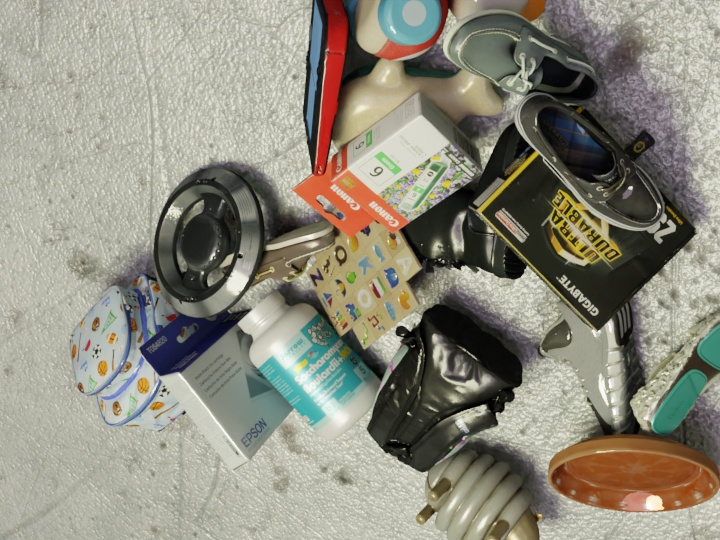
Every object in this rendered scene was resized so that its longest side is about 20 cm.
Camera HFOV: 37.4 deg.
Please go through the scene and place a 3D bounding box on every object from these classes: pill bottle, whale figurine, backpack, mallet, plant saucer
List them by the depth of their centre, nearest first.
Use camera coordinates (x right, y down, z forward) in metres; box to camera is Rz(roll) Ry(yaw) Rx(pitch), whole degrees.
[{"bbox_3d":[0.264,-0.077,1.221,0.200,0.041,0.066,-38,92,28],"label":"mallet"},{"bbox_3d":[0.060,-0.194,1.229,0.200,0.104,0.159,-19,130,16],"label":"whale figurine"},{"bbox_3d":[0.328,0.243,1.280,0.200,0.032,0.200,7,150,4],"label":"plant saucer"},{"bbox_3d":[0.101,0.158,1.344,0.167,0.127,0.200,40,122,15],"label":"backpack"},{"bbox_3d":[-0.071,0.121,1.414,0.200,0.111,0.111,47,122,-1],"label":"pill bottle"},{"bbox_3d":[-0.303,0.120,1.466,0.200,0.154,0.191,-47,55,33],"label":"backpack"}]

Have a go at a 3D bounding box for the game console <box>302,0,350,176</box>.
[{"bbox_3d":[-0.046,-0.224,1.210,0.031,0.200,0.177,7,118,-10],"label":"game console"}]

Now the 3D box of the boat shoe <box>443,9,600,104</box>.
[{"bbox_3d":[0.174,-0.217,1.107,0.073,0.200,0.062,-59,44,26],"label":"boat shoe"}]

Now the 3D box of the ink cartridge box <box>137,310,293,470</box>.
[{"bbox_3d":[-0.175,0.134,1.415,0.041,0.200,0.200,-35,96,31],"label":"ink cartridge box"}]

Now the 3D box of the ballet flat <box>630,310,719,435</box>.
[{"bbox_3d":[0.382,0.101,1.218,0.072,0.072,0.200,42,98,3],"label":"ballet flat"}]

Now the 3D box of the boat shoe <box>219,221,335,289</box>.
[{"bbox_3d":[-0.104,-0.015,1.387,0.200,0.072,0.060,-16,99,38],"label":"boat shoe"}]

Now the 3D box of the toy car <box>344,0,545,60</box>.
[{"bbox_3d":[0.107,-0.294,1.135,0.200,0.184,0.177,15,97,-17],"label":"toy car"}]

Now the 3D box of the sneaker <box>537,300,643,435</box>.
[{"bbox_3d":[0.274,0.121,1.289,0.115,0.075,0.200,2,108,34],"label":"sneaker"}]

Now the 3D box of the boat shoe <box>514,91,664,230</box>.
[{"bbox_3d":[0.243,-0.109,1.094,0.200,0.066,0.070,43,94,-13],"label":"boat shoe"}]

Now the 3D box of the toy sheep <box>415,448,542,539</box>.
[{"bbox_3d":[0.147,0.299,1.382,0.200,0.138,0.138,38,122,15],"label":"toy sheep"}]

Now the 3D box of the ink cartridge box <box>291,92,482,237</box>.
[{"bbox_3d":[0.027,-0.102,1.209,0.200,0.050,0.109,-34,125,27],"label":"ink cartridge box"}]

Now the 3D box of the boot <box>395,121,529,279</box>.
[{"bbox_3d":[0.127,-0.086,1.251,0.162,0.073,0.198,14,99,40],"label":"boot"}]

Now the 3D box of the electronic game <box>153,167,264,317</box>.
[{"bbox_3d":[-0.203,-0.037,1.402,0.200,0.042,0.200,-7,79,38],"label":"electronic game"}]

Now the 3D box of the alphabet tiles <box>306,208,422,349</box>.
[{"bbox_3d":[0.000,0.000,1.341,0.200,0.006,0.166,-43,71,48],"label":"alphabet tiles"}]

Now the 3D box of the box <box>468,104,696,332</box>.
[{"bbox_3d":[0.244,-0.057,1.166,0.160,0.049,0.200,-45,104,2],"label":"box"}]
